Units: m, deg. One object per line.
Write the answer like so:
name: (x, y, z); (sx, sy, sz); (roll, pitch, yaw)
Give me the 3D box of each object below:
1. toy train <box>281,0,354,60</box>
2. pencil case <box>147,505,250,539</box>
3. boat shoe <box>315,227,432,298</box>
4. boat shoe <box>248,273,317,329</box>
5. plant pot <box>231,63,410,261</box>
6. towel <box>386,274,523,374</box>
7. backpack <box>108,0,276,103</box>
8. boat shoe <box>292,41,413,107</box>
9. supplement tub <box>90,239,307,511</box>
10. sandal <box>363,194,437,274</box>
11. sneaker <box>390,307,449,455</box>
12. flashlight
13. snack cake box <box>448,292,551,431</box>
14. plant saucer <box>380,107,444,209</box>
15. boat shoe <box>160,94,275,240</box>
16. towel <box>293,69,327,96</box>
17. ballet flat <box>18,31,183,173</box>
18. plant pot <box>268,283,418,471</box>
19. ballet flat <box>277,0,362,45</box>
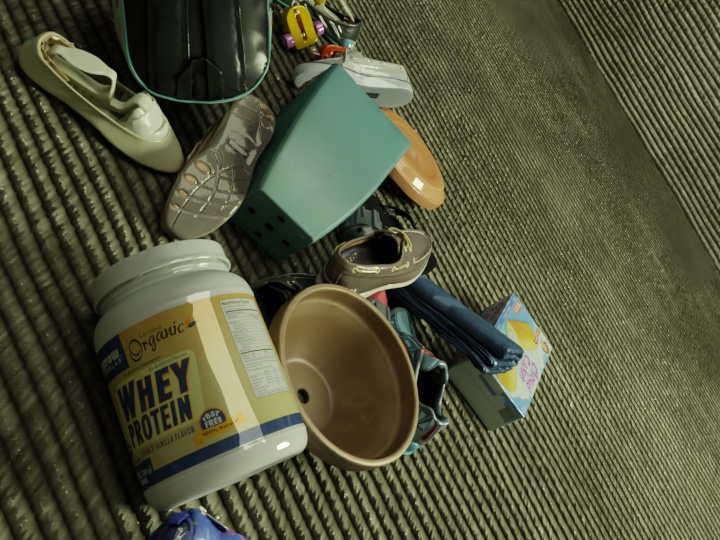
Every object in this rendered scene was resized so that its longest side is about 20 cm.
toy train: (-0.060, -0.409, 1.122); (0.150, 0.056, 0.201); (-3, 110, -30)
pencil case: (-0.094, 0.268, 0.587); (0.200, 0.078, 0.087); (37, 62, -27)
boat shoe: (0.030, -0.018, 0.866); (0.200, 0.060, 0.072); (-21, 60, -45)
boat shoe: (-0.095, 0.039, 0.781); (0.200, 0.057, 0.069); (-21, 80, -54)
plant pot: (-0.065, -0.119, 0.867); (0.141, 0.141, 0.200); (44, 54, -17)
towel: (0.125, 0.069, 0.955); (0.200, 0.049, 0.112); (37, 10, 27)
backpack: (-0.186, -0.285, 0.778); (0.175, 0.153, 0.201); (-7, 100, -21)
boat shoe: (-0.013, -0.315, 1.095); (0.201, 0.075, 0.086); (0, 67, -23)
supplement tub: (-0.144, 0.088, 0.610); (0.144, 0.144, 0.201); (-7, 69, -52)
sandal: (0.048, -0.066, 1.041); (0.200, 0.045, 0.075); (43, 38, -19)
sneaker: (0.073, 0.126, 0.878); (0.079, 0.095, 0.201); (27, 43, -36)
flashlight: (0.000, 0.000, 0.923); (0.068, 0.068, 0.201); (72, 10, -51)
snack cake box: (0.217, 0.135, 1.069); (0.115, 0.067, 0.200); (52, 36, -5)
plant saucer: (0.077, -0.192, 1.150); (0.200, 0.032, 0.201); (42, 27, -27)
boat shoe: (-0.166, -0.112, 0.800); (0.076, 0.072, 0.200); (44, 58, -25)
towel: (-0.022, -0.214, 0.991); (0.146, 0.200, 0.030); (44, 82, -18)
ballet flat: (-0.262, -0.178, 0.742); (0.200, 0.069, 0.070); (35, 41, -28)
plant pot: (-0.036, 0.124, 0.755); (0.201, 0.093, 0.201); (30, 44, -33)
ballet flat: (-0.077, -0.451, 1.166); (0.200, 0.068, 0.068); (26, 35, -36)
